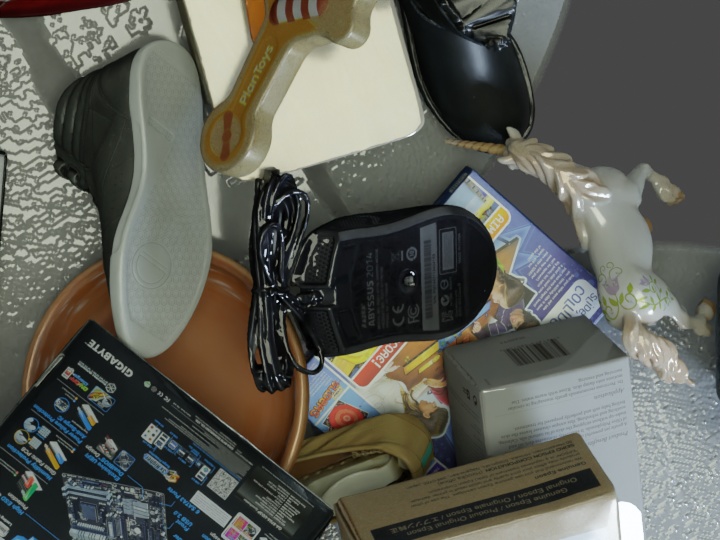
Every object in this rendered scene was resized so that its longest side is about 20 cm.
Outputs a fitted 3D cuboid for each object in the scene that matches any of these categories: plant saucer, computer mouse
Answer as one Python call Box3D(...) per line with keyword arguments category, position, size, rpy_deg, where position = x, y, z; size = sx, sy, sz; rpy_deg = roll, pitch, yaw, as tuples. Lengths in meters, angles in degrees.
Box3D(category="plant saucer", position=(-0.124, 0.083, 1.704), size=(0.199, 0.037, 0.201), rpy_deg=(-1, 86, 19))
Box3D(category="computer mouse", position=(0.000, 0.000, 1.673), size=(0.199, 0.053, 0.139), rpy_deg=(-5, 100, -39))

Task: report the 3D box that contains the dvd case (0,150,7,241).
Box3D(category="dvd case", position=(-0.313, 0.016, 1.713), size=(0.150, 0.025, 0.201), rpy_deg=(4, 97, -8))

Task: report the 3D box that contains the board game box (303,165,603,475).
Box3D(category="board game box", position=(0.058, 0.049, 1.758), size=(0.135, 0.034, 0.200), rpy_deg=(41, 91, -10))

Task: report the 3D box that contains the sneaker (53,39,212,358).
Box3D(category="sneaker", position=(-0.151, -0.042, 1.683), size=(0.070, 0.099, 0.201), rpy_deg=(5, 83, -40))

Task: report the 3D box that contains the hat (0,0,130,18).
Box3D(category="hat", position=(-0.266, -0.131, 1.705), size=(0.199, 0.176, 0.167), rpy_deg=(9, 95, 31))

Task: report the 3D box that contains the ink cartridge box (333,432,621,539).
Box3D(category="ink cartridge box", position=(0.083, 0.219, 1.645), size=(0.164, 0.075, 0.201), rpy_deg=(-16, 122, -10))

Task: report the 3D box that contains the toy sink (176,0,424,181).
Box3D(category="toy sink", position=(-0.049, -0.167, 1.682), size=(0.130, 0.112, 0.201), rpy_deg=(-17, 94, -5))

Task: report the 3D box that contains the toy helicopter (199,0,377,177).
Box3D(category="toy helicopter", position=(-0.048, -0.153, 1.578), size=(0.079, 0.132, 0.201), rpy_deg=(20, 100, -49))

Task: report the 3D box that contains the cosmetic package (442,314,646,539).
Box3D(category="cosmetic package", position=(0.124, 0.145, 1.728), size=(0.107, 0.085, 0.201), rpy_deg=(-11, 112, -14))

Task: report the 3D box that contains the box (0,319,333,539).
Box3D(category="box", position=(-0.140, 0.152, 1.614), size=(0.200, 0.046, 0.159), rpy_deg=(37, 70, 3))

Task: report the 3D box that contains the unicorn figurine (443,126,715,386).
Box3D(category="unicorn figurine", position=(0.164, -0.024, 1.715), size=(0.074, 0.137, 0.200), rpy_deg=(-44, 60, 25))

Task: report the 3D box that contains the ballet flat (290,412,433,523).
Box3D(category="ballet flat", position=(-0.048, 0.147, 1.719), size=(0.199, 0.063, 0.069), rpy_deg=(-23, 111, 11))

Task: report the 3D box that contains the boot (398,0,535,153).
Box3D(category="boot", position=(0.069, -0.162, 1.671), size=(0.073, 0.162, 0.199), rpy_deg=(-22, 100, -6))

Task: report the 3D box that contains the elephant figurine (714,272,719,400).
Box3D(category="elephant figurine", position=(0.337, 0.053, 1.733), size=(0.199, 0.156, 0.142), rpy_deg=(0, 132, 5))
